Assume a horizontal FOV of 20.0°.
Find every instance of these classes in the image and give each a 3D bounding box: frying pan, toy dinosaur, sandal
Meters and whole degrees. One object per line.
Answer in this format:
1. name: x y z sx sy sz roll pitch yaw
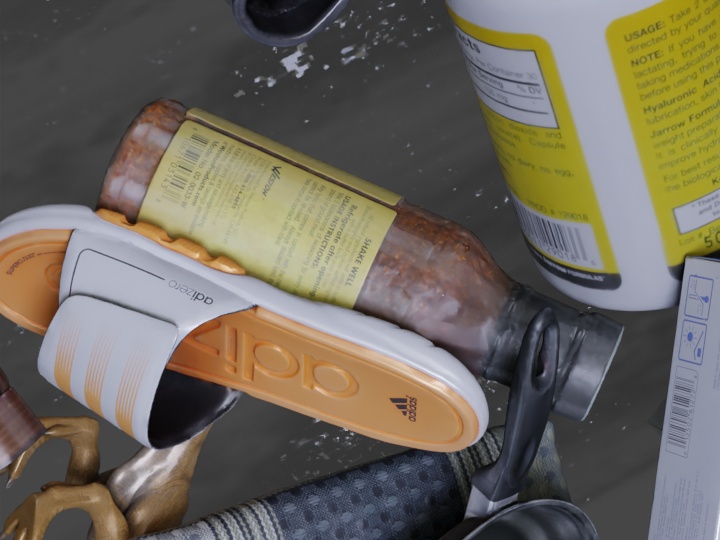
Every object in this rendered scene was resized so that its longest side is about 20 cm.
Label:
1. frying pan: 0.039 0.108 0.757 0.115 0.031 0.190 -38 134 -23
2. toy dinosaur: -0.087 0.087 0.806 0.106 0.060 0.200 23 97 -37
3. sandal: -0.057 0.035 0.748 0.207 0.079 0.059 17 53 14

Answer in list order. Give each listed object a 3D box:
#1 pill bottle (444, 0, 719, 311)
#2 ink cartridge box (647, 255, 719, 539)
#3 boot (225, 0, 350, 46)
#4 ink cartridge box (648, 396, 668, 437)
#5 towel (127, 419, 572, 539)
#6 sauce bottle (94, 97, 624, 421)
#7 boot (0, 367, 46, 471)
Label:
1. pill bottle: 0.090 -0.092 0.741 0.111 0.111 0.200 -26 127 -6
2. ink cartridge box: 0.154 0.099 0.746 0.094 0.044 0.200 6 94 -27
3. boot: -0.002 -0.174 0.695 0.070 0.132 0.200 21 97 -34
4. ink cartridge box: 0.242 0.041 0.831 0.145 0.084 0.200 43 88 -10
5. towel: 0.012 0.175 0.821 0.192 0.035 0.200 -15 98 -25
6. sauce bottle: 0.000 0.000 0.772 0.200 0.066 0.066 25 92 7
7. boot: -0.244 0.033 0.766 0.186 0.064 0.200 -37 95 5
